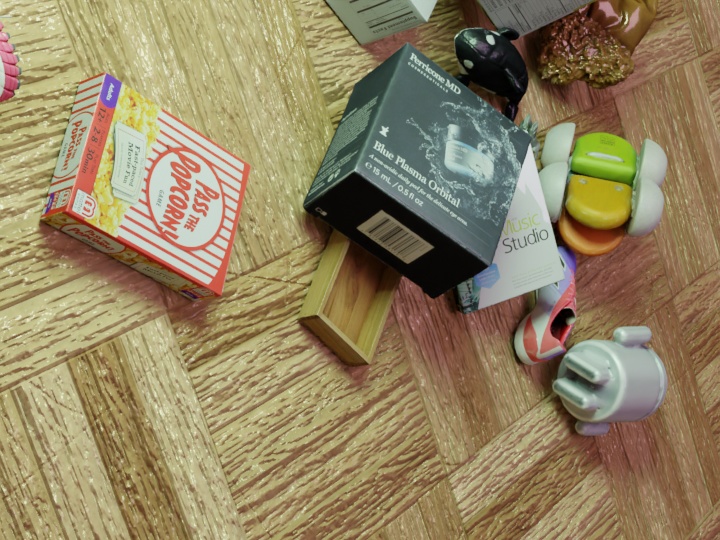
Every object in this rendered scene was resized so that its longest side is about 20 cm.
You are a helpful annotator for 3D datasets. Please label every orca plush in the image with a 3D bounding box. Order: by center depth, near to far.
[{"bbox_3d":[0.186,-0.246,1.727,0.071,0.105,0.200,57,-2,32],"label":"orca plush"}]

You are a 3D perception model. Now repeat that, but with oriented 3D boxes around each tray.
[{"bbox_3d":[0.000,0.000,1.516,0.099,0.037,0.201,45,52,-33],"label":"tray"}]

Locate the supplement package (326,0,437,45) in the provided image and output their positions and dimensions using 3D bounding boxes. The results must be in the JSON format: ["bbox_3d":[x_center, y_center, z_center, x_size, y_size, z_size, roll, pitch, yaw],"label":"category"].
[{"bbox_3d":[0.002,-0.387,1.548,0.200,0.109,0.114,47,50,-31],"label":"supplement package"}]

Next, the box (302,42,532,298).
[{"bbox_3d":[0.069,-0.114,1.495,0.196,0.117,0.201,34,55,-18],"label":"box"}]

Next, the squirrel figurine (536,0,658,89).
[{"bbox_3d":[0.316,-0.364,1.883,0.186,0.141,0.201,29,58,-34],"label":"squirrel figurine"}]

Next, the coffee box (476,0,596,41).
[{"bbox_3d":[0.213,-0.451,1.667,0.200,0.197,0.201,33,37,-62],"label":"coffee box"}]

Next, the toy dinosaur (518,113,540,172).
[{"bbox_3d":[0.153,-0.143,1.698,0.135,0.102,0.202,-20,112,-27],"label":"toy dinosaur"}]

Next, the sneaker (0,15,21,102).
[{"bbox_3d":[-0.362,-0.235,1.127,0.075,0.080,0.201,-32,106,-45],"label":"sneaker"}]

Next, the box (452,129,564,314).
[{"bbox_3d":[0.166,-0.062,1.651,0.143,0.036,0.201,-19,101,-12],"label":"box"}]

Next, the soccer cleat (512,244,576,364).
[{"bbox_3d":[0.271,0.043,1.782,0.068,0.073,0.201,50,48,-27],"label":"soccer cleat"}]

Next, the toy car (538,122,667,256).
[{"bbox_3d":[0.331,-0.103,1.836,0.151,0.174,0.201,95,9,-45],"label":"toy car"}]

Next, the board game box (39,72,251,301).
[{"bbox_3d":[-0.206,-0.079,1.292,0.199,0.046,0.153,31,60,-41],"label":"board game box"}]

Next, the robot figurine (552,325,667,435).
[{"bbox_3d":[0.351,0.154,1.818,0.199,0.113,0.171,7,113,-48],"label":"robot figurine"}]
